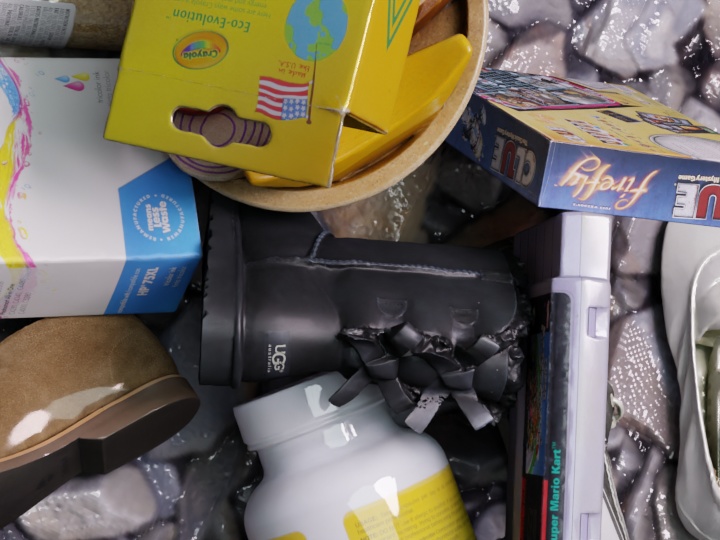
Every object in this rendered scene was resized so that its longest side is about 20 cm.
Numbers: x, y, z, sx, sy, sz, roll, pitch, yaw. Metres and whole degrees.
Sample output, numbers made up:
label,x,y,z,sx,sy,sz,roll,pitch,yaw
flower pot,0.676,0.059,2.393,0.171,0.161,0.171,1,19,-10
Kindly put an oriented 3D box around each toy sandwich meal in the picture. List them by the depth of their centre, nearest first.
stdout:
label,x,y,z,sx,sy,sz,roll,pitch,yaw
toy sandwich meal,-0.025,-0.127,0.960,0.203,0.070,0.208,-2,82,13

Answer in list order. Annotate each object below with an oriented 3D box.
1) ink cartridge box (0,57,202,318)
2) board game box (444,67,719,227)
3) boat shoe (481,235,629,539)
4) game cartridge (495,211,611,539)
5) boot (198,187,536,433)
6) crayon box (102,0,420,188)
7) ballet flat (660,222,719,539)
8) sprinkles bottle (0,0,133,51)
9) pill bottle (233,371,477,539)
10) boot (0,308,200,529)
label,x,y,z,sx,sy,sz,roll,pitch,yaw
ink cartridge box,-0.187,-0.041,0.991,0.198,0.067,0.117,-2,65,-20
board game box,0.120,-0.069,1.054,0.134,0.200,0.035,6,105,-19
boat shoe,0.112,0.076,1.094,0.063,0.071,0.202,-22,88,-20
game cartridge,0.094,0.076,0.990,0.038,0.130,0.202,3,86,-2
boot,0.000,-0.001,1.006,0.161,0.074,0.199,4,36,-6
crayon box,-0.035,-0.142,0.906,0.126,0.051,0.202,14,88,26
ballet flat,0.213,0.055,1.137,0.069,0.069,0.202,3,80,-19
sprinkles bottle,-0.177,-0.149,1.025,0.198,0.068,0.069,2,81,-19
pill bottle,0.006,0.151,1.021,0.111,0.112,0.202,-20,89,-21
boot,-0.184,0.082,0.997,0.199,0.074,0.076,-26,71,-25
